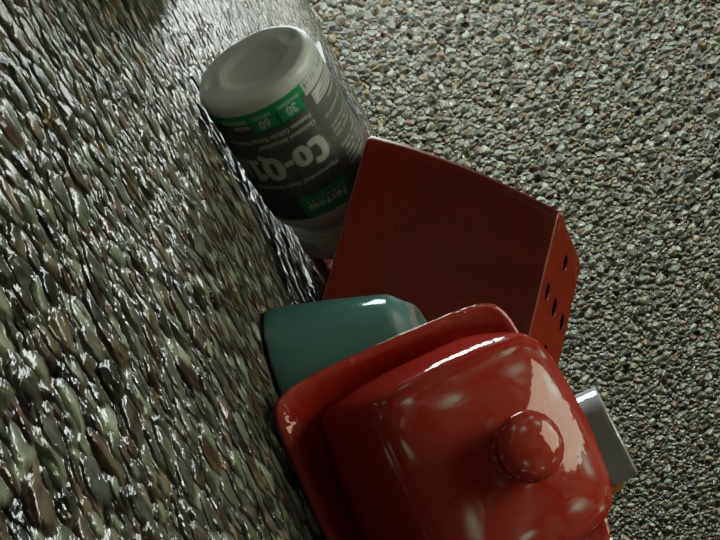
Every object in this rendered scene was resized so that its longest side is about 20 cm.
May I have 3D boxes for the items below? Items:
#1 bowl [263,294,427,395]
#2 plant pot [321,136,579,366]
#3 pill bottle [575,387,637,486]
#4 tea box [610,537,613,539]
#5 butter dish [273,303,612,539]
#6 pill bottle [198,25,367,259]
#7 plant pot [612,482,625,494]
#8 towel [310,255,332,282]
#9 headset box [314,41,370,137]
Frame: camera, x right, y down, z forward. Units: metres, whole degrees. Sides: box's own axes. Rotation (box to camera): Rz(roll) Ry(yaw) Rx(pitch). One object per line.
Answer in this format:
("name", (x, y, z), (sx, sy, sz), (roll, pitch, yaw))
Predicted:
("bowl", (0.018, 0.099, 1.019), (0.201, 0.105, 0.201), (63, 6, -12))
("plant pot", (0.090, 0.019, 1.205), (0.200, 0.176, 0.200), (51, 51, -64))
("pill bottle", (0.164, 0.201, 1.340), (0.114, 0.200, 0.114), (62, 7, -13))
("tea box", (0.362, 0.531, 1.926), (0.197, 0.133, 0.200), (61, 7, -31))
("butter dish", (0.079, 0.123, 0.864), (0.200, 0.199, 0.148), (65, -27, 6))
("pill bottle", (-0.053, -0.111, 1.225), (0.200, 0.113, 0.113), (58, 9, -38))
("plant pot", (0.225, 0.251, 1.701), (0.200, 0.183, 0.200), (62, 7, -13))
("towel", (-0.002, -0.028, 1.383), (0.145, 0.022, 0.200), (-48, 116, -44))
("headset box", (-0.034, -0.180, 1.796), (0.200, 0.075, 0.149), (60, 8, -31))
